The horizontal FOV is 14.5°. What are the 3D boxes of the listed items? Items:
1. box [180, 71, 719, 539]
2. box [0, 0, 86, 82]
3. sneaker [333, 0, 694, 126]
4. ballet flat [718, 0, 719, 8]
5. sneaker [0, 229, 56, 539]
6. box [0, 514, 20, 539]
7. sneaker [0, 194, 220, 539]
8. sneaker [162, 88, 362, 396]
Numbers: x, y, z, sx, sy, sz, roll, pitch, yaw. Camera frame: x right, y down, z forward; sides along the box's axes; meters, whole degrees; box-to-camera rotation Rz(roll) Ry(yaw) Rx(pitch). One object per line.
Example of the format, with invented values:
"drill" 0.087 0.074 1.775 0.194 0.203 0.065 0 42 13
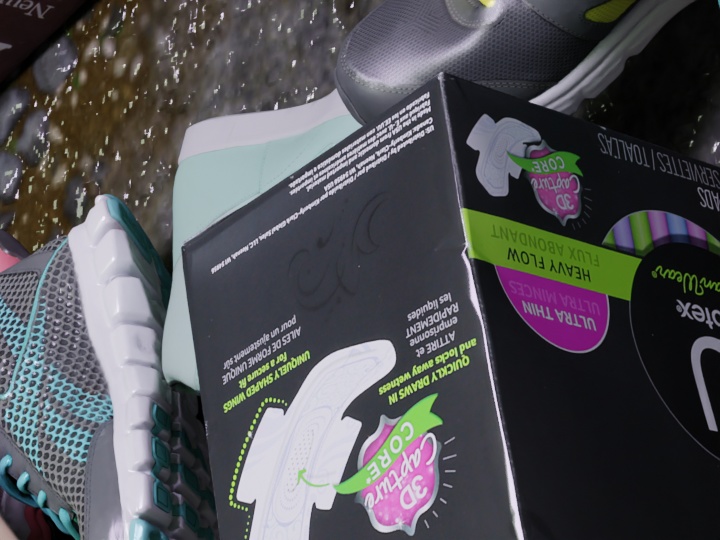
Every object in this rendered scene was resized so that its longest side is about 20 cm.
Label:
"box" 0.050 0.069 0.845 0.124 0.148 0.201 -31 57 39
"box" -0.204 -0.185 1.199 0.200 0.165 0.165 -38 54 37
"sneaker" 0.072 -0.114 0.870 0.200 0.085 0.075 -30 47 8
"ballet flat" 0.133 -0.131 0.781 0.073 0.200 0.073 -8 44 8
"sneaker" -0.166 0.077 1.131 0.074 0.086 0.201 142 130 -65
"box" -0.171 0.108 1.052 0.200 0.078 0.095 53 168 1
"sneaker" -0.106 0.067 1.056 0.091 0.078 0.200 -23 45 10
"sneaker" 0.000 0.000 0.981 0.200 0.074 0.119 -10 69 54
